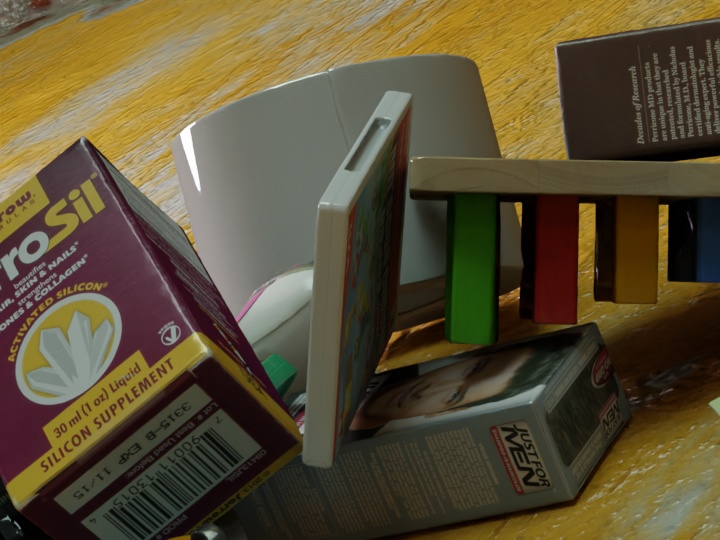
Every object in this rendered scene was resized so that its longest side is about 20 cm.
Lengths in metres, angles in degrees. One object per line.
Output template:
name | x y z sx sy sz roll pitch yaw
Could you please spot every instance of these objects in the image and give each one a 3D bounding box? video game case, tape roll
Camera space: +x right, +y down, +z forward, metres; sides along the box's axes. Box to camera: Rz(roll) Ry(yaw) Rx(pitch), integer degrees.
video game case | 0.000 0.000 1.407 0.017 0.144 0.200 7 21 9
tape roll | -0.006 -0.037 1.635 0.201 0.140 0.203 -15 -9 -2

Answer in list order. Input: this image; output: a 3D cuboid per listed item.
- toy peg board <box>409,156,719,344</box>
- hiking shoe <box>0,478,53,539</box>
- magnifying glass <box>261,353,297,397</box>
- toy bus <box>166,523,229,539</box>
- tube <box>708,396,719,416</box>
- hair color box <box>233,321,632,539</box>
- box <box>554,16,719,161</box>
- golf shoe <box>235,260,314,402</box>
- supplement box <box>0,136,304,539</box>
toy peg board | 0.125 -0.008 1.440 0.198 0.099 0.200 1 1 1
hiking shoe | -0.180 0.146 1.477 0.076 0.101 0.200 -34 -24 6
magnifying glass | -0.102 0.128 1.433 0.200 0.022 0.080 -49 -6 -11
toy bus | -0.057 0.164 1.171 0.065 0.079 0.200 -31 16 -29
tube | 0.261 0.031 1.225 0.199 0.052 0.058 -25 -26 1
hair color box | 0.034 0.093 1.413 0.199 0.061 0.099 -14 17 31
box | 0.217 -0.103 1.454 0.199 0.076 0.100 -5 -1 23
golf shoe | -0.068 0.080 1.521 0.200 0.072 0.092 -49 8 26
supplement box | -0.136 0.047 1.395 0.131 0.103 0.200 -39 44 4
